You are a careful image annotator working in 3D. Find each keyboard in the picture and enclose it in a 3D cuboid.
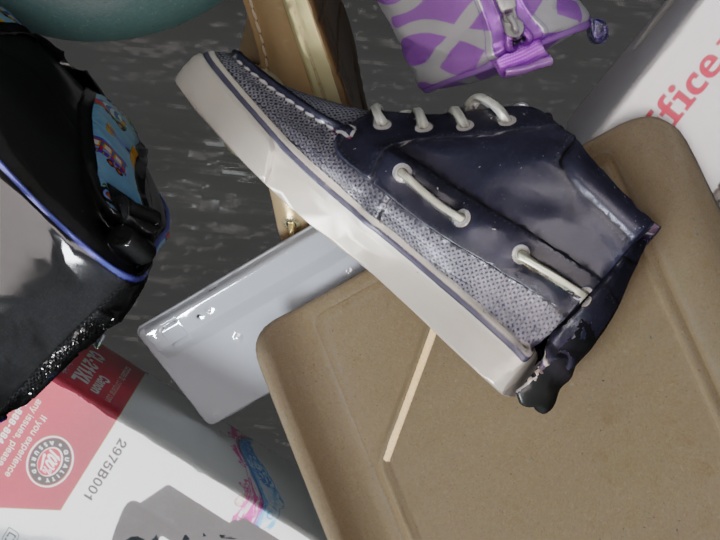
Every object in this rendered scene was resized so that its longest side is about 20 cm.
[{"bbox_3d":[0.000,0.000,1.014,0.199,0.011,0.056,-30,116,20],"label":"keyboard"}]

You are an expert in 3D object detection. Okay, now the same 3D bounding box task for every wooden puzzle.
[{"bbox_3d":[0.075,0.062,0.968,0.199,0.037,0.186,-28,73,16],"label":"wooden puzzle"}]

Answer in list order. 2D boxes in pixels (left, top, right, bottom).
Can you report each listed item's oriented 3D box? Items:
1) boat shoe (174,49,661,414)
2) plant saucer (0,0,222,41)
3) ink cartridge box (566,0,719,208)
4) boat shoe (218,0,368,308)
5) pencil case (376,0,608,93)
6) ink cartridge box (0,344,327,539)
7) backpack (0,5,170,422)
[{"bbox_3d":[0.026,-0.041,0.947,0.200,0.075,0.093,41,94,10],"label":"boat shoe"},{"bbox_3d":[-0.117,-0.196,1.025,0.199,0.036,0.201,0,100,2],"label":"plant saucer"},{"bbox_3d":[0.206,-0.046,1.012,0.200,0.086,0.148,37,100,-5],"label":"ink cartridge box"},{"bbox_3d":[-0.031,-0.067,1.022,0.064,0.071,0.201,-15,105,10],"label":"boat shoe"},{"bbox_3d":[0.025,-0.169,0.999,0.084,0.086,0.201,-25,97,4],"label":"pencil case"},{"bbox_3d":[-0.090,0.139,1.059,0.199,0.083,0.146,32,100,-3],"label":"ink cartridge box"},{"bbox_3d":[-0.167,-0.037,0.972,0.182,0.200,0.135,42,100,-6],"label":"backpack"}]
